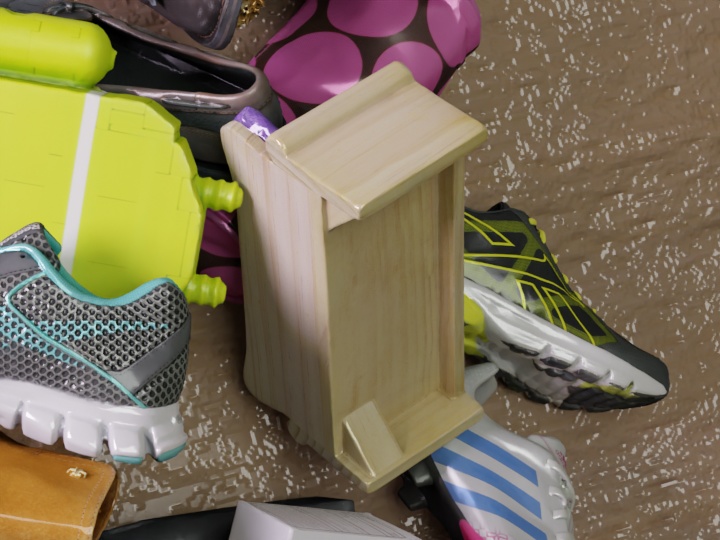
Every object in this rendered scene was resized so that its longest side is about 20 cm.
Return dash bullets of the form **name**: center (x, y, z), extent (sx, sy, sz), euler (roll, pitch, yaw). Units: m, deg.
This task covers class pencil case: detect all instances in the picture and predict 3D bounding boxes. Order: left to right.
- **pencil case**: center (-0.028, -0.082, 1.132), extent (0.094, 0.091, 0.200), euler (33, 64, 20)

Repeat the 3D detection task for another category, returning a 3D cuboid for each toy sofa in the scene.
- **toy sofa**: center (0.000, 0.000, 1.054), extent (0.083, 0.098, 0.200), euler (-32, 140, -28)

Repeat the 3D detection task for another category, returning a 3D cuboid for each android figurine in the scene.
- **android figurine**: center (-0.156, -0.028, 1.009), extent (0.200, 0.041, 0.182), euler (8, 98, -3)

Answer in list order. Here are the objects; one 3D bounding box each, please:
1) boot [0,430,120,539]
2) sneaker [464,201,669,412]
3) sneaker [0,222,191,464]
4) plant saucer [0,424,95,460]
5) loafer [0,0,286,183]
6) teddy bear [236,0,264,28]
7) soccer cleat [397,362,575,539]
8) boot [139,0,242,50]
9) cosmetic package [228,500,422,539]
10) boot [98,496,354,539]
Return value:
- **boot**: center (-0.182, 0.096, 0.920), extent (0.144, 0.201, 0.071), euler (11, 99, 9)
- **sneaker**: center (0.087, 0.010, 1.169), extent (0.200, 0.074, 0.085), euler (27, 68, -20)
- **sneaker**: center (-0.166, 0.019, 0.967), extent (0.200, 0.078, 0.091), euler (15, 92, -7)
- **plant saucer**: center (-0.224, 0.063, 1.046), extent (0.200, 0.035, 0.200), euler (4, 80, -23)
- **loafer**: center (-0.128, -0.102, 1.055), extent (0.200, 0.063, 0.072), euler (18, 58, 11)
- **teddy bear**: center (-0.008, -0.183, 1.125), extent (0.200, 0.145, 0.067), euler (-40, 114, -19)
- **soccer cleat**: center (0.085, 0.134, 1.121), extent (0.086, 0.070, 0.200), euler (-25, 70, -16)
- **boot**: center (-0.152, -0.164, 1.041), extent (0.174, 0.200, 0.069), euler (10, 102, -27)
- **cosmetic package**: center (-0.039, 0.213, 1.042), extent (0.083, 0.051, 0.200), euler (12, 95, -38)
- **boot**: center (-0.093, 0.196, 1.070), extent (0.200, 0.066, 0.165), euler (-4, 106, -38)
